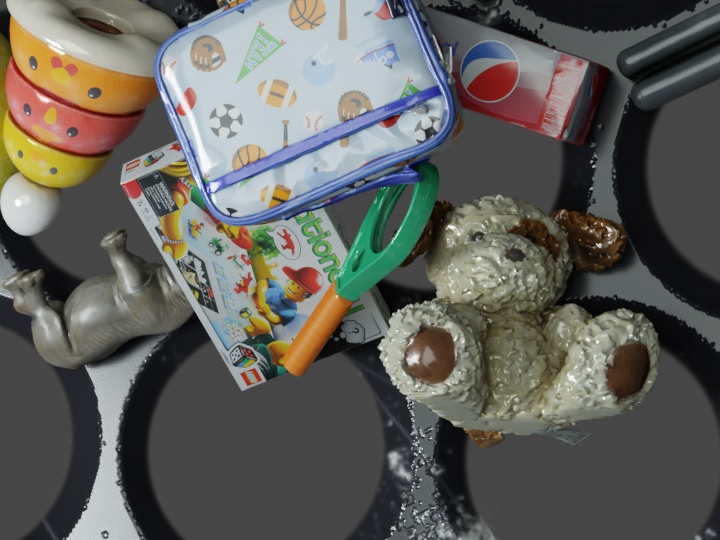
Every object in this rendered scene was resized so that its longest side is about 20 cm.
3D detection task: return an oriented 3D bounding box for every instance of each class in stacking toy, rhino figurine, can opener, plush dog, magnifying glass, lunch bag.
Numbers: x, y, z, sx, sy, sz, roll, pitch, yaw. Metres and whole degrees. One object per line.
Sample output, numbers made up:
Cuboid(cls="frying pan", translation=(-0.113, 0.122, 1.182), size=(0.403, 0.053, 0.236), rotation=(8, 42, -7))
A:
Cuboid(cls="stacking toy", translation=(-0.225, -0.113, 1.803), size=(0.146, 0.146, 0.200), rotation=(29, 113, 16))
Cuboid(cls="rhino figurine", translation=(-0.173, 0.012, 1.796), size=(0.200, 0.060, 0.088), rotation=(-22, 101, 13))
Cuboid(cls="can opener", translation=(0.277, -0.178, 1.671), size=(0.200, 0.067, 0.053), rotation=(-25, 80, 13))
Cuboid(cls="plush dog", translation=(0.105, 0.028, 1.693), size=(0.200, 0.160, 0.172), rotation=(3, 71, -8))
Cuboid(cls="magnifying glass", translation=(0.000, 0.000, 1.681), size=(0.022, 0.080, 0.200), rotation=(24, 123, -20))
Cuboid(cls="lunch bag", translation=(-0.030, -0.120, 1.612), size=(0.200, 0.076, 0.161), rotation=(-22, 84, 8))

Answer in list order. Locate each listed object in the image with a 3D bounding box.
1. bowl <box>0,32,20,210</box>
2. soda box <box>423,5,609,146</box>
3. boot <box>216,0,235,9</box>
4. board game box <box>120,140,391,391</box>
Cuboid(cls="bowl", translation=(-0.368, -0.120, 1.838), size=(0.200, 0.108, 0.201), rotation=(-1, 87, 17))
Cuboid(cls="soda box", translation=(0.077, -0.152, 1.726), size=(0.200, 0.070, 0.064), rotation=(21, 96, 18))
Cuboid(cls="boot", translation=(-0.088, -0.166, 1.745), size=(0.200, 0.073, 0.151), rotation=(52, 138, 19))
Cuboid(cls="board game box", translation=(-0.075, -0.016, 1.725), size=(0.126, 0.035, 0.200), rotation=(-22, 118, 12))
